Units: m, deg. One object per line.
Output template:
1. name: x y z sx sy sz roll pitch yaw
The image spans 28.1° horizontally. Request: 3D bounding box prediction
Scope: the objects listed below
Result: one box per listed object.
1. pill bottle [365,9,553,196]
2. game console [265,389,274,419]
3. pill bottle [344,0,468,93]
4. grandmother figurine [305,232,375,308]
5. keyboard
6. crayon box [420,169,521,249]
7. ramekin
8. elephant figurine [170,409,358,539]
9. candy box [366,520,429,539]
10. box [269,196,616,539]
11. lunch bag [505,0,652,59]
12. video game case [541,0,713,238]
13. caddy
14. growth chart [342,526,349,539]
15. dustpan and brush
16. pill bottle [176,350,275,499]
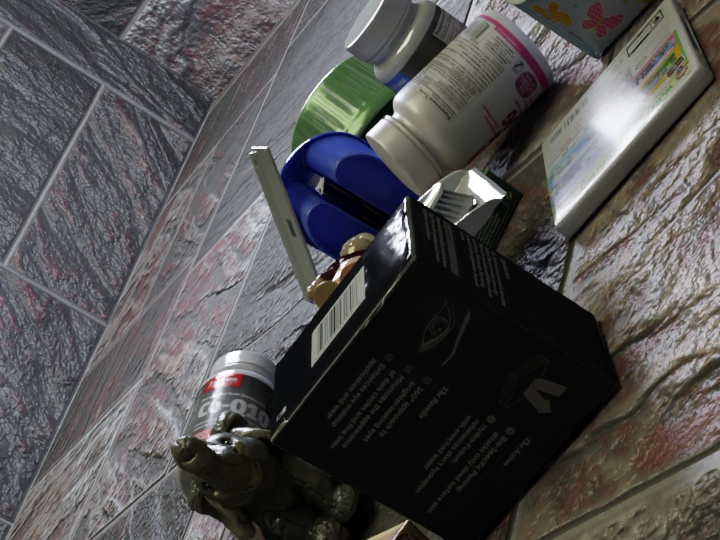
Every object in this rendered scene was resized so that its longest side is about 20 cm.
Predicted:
1. pill bottle: 0.109 -0.184 1.610 0.200 0.113 0.113 -43 15 -3
2. game console: -0.047 0.101 1.609 0.200 0.116 0.176 -57 41 4
3. pill bottle: 0.088 -0.250 1.719 0.114 0.200 0.114 -52 16 22
4. grandmother figurine: 0.000 0.000 1.540 0.200 0.121 0.061 -83 -13 -76
5. keyboard: -0.082 -0.050 1.672 0.011 0.201 0.056 -27 15 -26
6. crayon box: 0.088 -0.032 1.584 0.126 0.051 0.200 -63 15 -15
7. ramekin: 0.001 -0.186 1.882 0.200 0.098 0.200 -43 -23 -23
8. elephant figurine: -0.109 0.199 1.408 0.155 0.199 0.142 -48 21 40
9. candy box: -0.022 0.302 1.175 0.200 0.055 0.115 -47 6 -37
10. box: 0.062 0.084 1.153 0.197 0.200 0.118 -52 17 22
11. lunch bag: 0.220 -0.344 1.486 0.170 0.200 0.127 -45 20 38
12. video game case: 0.246 -0.147 1.362 0.200 0.022 0.182 -50 17 25
13. caddy: -0.005 -0.078 1.715 0.142 0.200 0.105 -59 32 2
14. growth chart: -0.073 0.324 1.468 0.200 0.018 0.145 -27 35 63
15. dustpan and brush: 0.043 -0.021 1.367 0.200 0.057 0.140 -54 16 7
16. pill bottle: -0.158 0.197 1.800 0.114 0.114 0.200 -49 18 30
